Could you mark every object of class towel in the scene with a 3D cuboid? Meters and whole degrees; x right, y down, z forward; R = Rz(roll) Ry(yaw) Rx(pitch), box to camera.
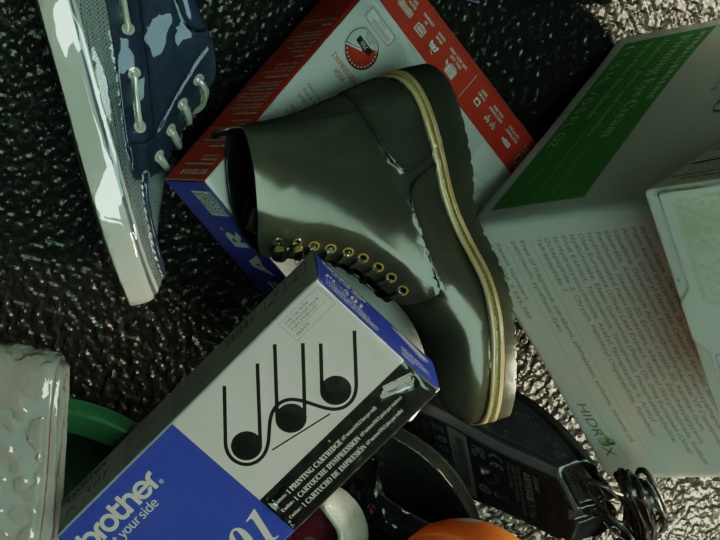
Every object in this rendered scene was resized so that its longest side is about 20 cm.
[{"bbox_3d":[-0.262,0.123,1.147,0.198,0.032,0.193,8,103,10],"label":"towel"}]

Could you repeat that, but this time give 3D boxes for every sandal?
[{"bbox_3d":[0.039,0.167,1.274,0.201,0.075,0.048,59,42,-32],"label":"sandal"}]

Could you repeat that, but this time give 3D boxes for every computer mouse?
[{"bbox_3d":[0.106,0.117,1.262,0.053,0.199,0.139,-51,154,-27],"label":"computer mouse"}]

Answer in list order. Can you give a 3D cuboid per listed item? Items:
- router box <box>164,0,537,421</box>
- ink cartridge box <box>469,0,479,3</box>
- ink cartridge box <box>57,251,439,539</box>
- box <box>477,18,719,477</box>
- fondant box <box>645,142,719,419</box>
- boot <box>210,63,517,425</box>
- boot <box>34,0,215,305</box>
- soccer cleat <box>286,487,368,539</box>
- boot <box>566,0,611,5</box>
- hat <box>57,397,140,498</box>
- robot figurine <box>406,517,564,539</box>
[{"bbox_3d":[0.012,-0.046,1.206,0.180,0.049,0.200,-51,118,-20],"label":"router box"},{"bbox_3d":[-0.022,-0.212,1.155,0.198,0.100,0.039,8,141,-22],"label":"ink cartridge box"},{"bbox_3d":[-0.060,0.095,1.109,0.200,0.044,0.094,-44,108,11],"label":"ink cartridge box"},{"bbox_3d":[0.210,-0.015,1.210,0.199,0.171,0.201,-49,119,-35],"label":"box"},{"bbox_3d":[0.246,-0.014,1.089,0.199,0.058,0.145,-30,106,-39],"label":"fondant box"},{"bbox_3d":[0.000,0.000,1.135,0.137,0.077,0.202,-16,89,-28],"label":"boot"},{"bbox_3d":[-0.117,-0.084,1.168,0.090,0.073,0.202,-16,108,-9],"label":"boot"},{"bbox_3d":[-0.059,0.214,1.199,0.201,0.069,0.086,-67,159,-12],"label":"soccer cleat"},{"bbox_3d":[0.080,-0.254,1.182,0.079,0.211,0.158,-37,155,-9],"label":"boot"},{"bbox_3d":[-0.132,0.110,1.246,0.199,0.176,0.166,32,122,-6],"label":"hat"},{"bbox_3d":[0.037,0.220,1.177,0.200,0.116,0.145,-40,140,-38],"label":"robot figurine"}]
